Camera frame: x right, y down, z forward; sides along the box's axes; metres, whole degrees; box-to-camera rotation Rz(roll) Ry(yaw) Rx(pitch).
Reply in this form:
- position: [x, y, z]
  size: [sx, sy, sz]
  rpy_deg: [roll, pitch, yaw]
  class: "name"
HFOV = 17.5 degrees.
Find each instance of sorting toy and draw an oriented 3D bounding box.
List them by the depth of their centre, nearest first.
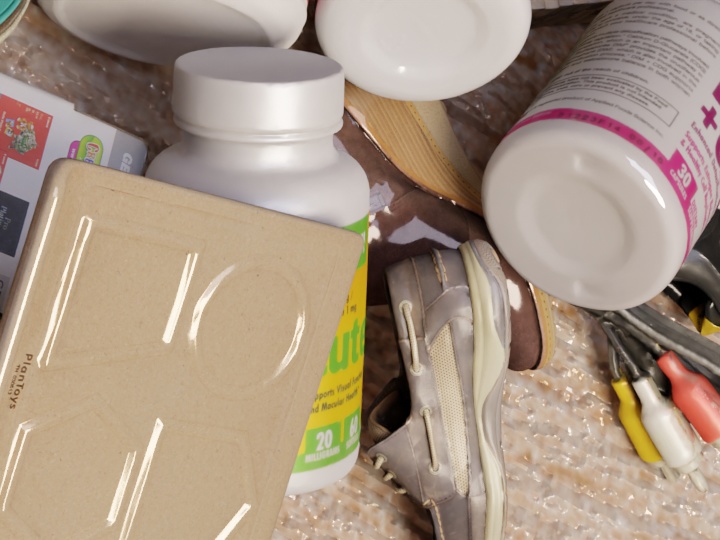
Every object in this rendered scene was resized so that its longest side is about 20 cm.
- position: [-0.094, 0.054, 1.029]
  size: [0.199, 0.036, 0.187]
  rpy_deg: [13, 97, -48]
  class: "sorting toy"

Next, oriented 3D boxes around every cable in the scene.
- position: [0.146, 0.038, 1.299]
  size: [0.200, 0.097, 0.050]
  rpy_deg: [46, 56, -14]
  class: "cable"

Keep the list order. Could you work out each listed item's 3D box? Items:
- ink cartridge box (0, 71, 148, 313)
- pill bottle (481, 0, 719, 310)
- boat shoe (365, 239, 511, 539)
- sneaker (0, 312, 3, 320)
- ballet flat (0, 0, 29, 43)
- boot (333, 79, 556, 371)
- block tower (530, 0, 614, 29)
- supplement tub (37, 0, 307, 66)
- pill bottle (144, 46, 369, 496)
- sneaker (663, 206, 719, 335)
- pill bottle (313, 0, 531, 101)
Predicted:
- position: [-0.210, 0.005, 1.099]
  size: [0.175, 0.084, 0.202]
  rpy_deg: [23, 70, -27]
  class: "ink cartridge box"
- position: [0.154, -0.080, 1.255]
  size: [0.114, 0.113, 0.200]
  rpy_deg: [50, 46, -13]
  class: "pill bottle"
- position: [0.037, 0.081, 1.227]
  size: [0.073, 0.075, 0.202]
  rpy_deg: [-1, 105, -5]
  class: "boat shoe"
- position: [-0.220, 0.026, 1.007]
  size: [0.199, 0.075, 0.080]
  rpy_deg: [28, 59, -35]
  class: "sneaker"
- position: [-0.187, -0.159, 1.124]
  size: [0.067, 0.062, 0.201]
  rpy_deg: [28, 44, -19]
  class: "ballet flat"
- position: [0.000, 0.000, 1.250]
  size: [0.166, 0.072, 0.201]
  rpy_deg: [-33, 101, -18]
  class: "boot"
- position: [0.144, -0.177, 1.363]
  size: [0.199, 0.058, 0.055]
  rpy_deg: [-10, 86, -30]
  class: "block tower"
- position: [-0.084, -0.216, 1.183]
  size: [0.139, 0.140, 0.202]
  rpy_deg: [16, 73, -27]
  class: "supplement tub"
- position: [-0.052, -0.002, 1.138]
  size: [0.110, 0.111, 0.202]
  rpy_deg: [-8, 110, -32]
  class: "pill bottle"
- position: [0.222, -0.003, 1.373]
  size: [0.198, 0.070, 0.091]
  rpy_deg: [11, 81, -24]
  class: "sneaker"
- position: [0.028, -0.196, 1.237]
  size: [0.111, 0.112, 0.201]
  rpy_deg: [20, 46, -26]
  class: "pill bottle"
